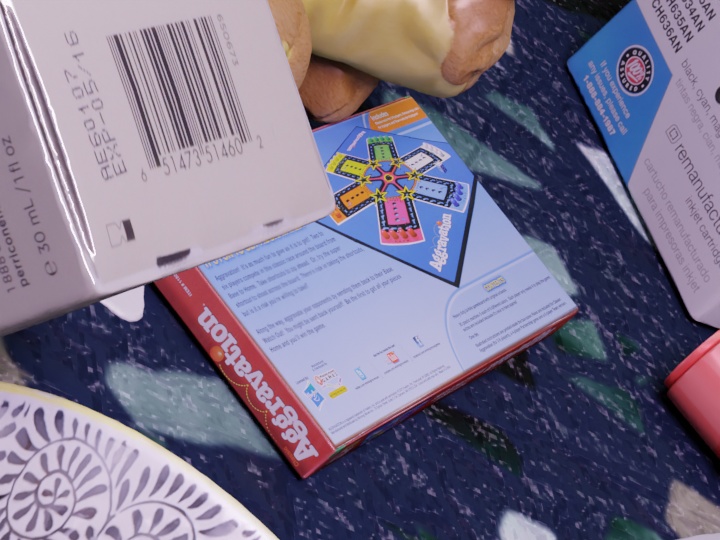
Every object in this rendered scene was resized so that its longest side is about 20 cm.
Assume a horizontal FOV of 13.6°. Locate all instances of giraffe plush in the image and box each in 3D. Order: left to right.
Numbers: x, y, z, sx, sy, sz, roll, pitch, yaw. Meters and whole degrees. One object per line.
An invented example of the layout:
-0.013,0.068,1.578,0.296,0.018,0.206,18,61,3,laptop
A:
-0.045,-0.113,0.973,0.200,0.173,0.162,39,38,-2,giraffe plush

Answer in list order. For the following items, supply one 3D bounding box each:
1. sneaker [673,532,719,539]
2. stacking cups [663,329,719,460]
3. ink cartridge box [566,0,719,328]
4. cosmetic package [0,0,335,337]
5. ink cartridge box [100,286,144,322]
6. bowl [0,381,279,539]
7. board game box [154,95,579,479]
0.139,0.155,0.954,0.200,0.074,0.119,19,32,-46,sneaker
0.194,0.103,1.118,0.200,0.060,0.060,53,28,10,stacking cups
0.220,-0.080,1.236,0.144,0.200,0.148,17,40,-44,ink cartridge box
-0.118,-0.009,0.665,0.103,0.199,0.074,-21,93,-61,cosmetic package
-0.154,-0.050,0.816,0.199,0.068,0.116,33,31,-24,ink cartridge box
-0.076,0.132,0.668,0.200,0.094,0.201,33,31,-23,bowl
0.000,0.000,1.021,0.103,0.019,0.200,53,28,7,board game box
